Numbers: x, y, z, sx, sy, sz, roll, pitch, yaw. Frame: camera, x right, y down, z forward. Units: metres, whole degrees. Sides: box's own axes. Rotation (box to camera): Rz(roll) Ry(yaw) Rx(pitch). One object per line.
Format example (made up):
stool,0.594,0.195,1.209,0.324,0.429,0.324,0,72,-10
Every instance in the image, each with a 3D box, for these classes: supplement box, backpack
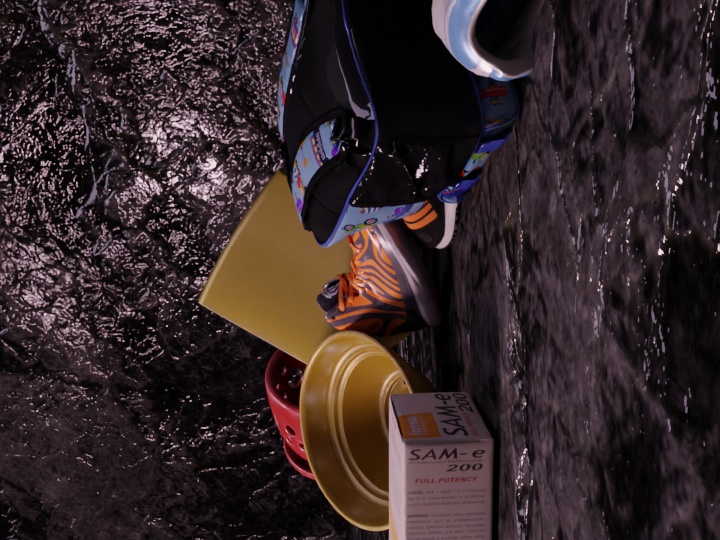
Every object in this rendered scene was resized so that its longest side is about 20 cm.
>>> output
supplement box,0.063,0.213,0.841,0.126,0.073,0.201,-107,17,-79
backpack,0.011,-0.116,0.761,0.200,0.134,0.183,118,143,-60

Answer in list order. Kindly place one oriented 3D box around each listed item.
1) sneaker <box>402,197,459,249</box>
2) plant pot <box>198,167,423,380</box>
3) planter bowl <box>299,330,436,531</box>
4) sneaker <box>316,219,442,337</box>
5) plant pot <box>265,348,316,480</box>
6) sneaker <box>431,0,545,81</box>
sneaker,0.046,-0.079,0.934,0.200,0.089,0.070,98,171,-68
plant pot,-0.036,-0.021,1.189,0.200,0.199,0.177,-27,-40,-61
planter bowl,0.027,0.156,1.056,0.200,0.083,0.202,10,103,50
sneaker,0.000,0.000,1.015,0.078,0.112,0.200,-93,-20,-52
plant pot,-0.038,0.217,1.612,0.201,0.199,0.183,-95,-3,-53
sneaker,0.088,-0.191,0.526,0.072,0.072,0.201,44,140,34
